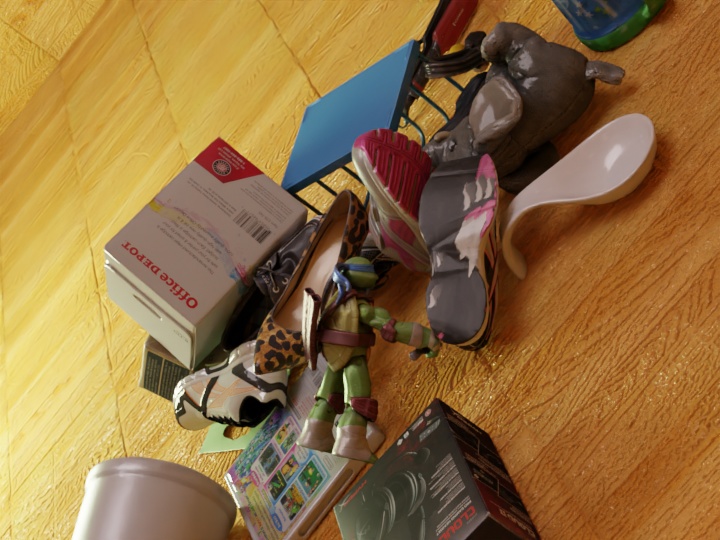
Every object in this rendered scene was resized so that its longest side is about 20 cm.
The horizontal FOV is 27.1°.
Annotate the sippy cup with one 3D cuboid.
[{"bbox_3d":[0.244,-0.324,1.577,0.177,0.130,0.140,-17,45,50],"label":"sippy cup"}]

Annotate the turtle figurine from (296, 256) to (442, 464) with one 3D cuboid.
[{"bbox_3d":[0.018,0.094,1.500,0.143,0.200,0.196,11,84,21],"label":"turtle figurine"}]

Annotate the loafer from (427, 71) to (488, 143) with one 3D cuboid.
[{"bbox_3d":[0.123,-0.136,1.630,0.072,0.073,0.201,-1,59,55],"label":"loafer"}]

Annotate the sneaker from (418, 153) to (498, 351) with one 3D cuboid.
[{"bbox_3d":[0.101,-0.013,1.469,0.080,0.086,0.202,2,70,18],"label":"sneaker"}]

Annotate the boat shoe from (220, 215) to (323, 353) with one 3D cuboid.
[{"bbox_3d":[-0.096,0.020,1.677,0.200,0.066,0.070,-53,53,26],"label":"boat shoe"}]

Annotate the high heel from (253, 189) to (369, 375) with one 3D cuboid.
[{"bbox_3d":[-0.057,0.009,1.546,0.071,0.143,0.200,21,41,22],"label":"high heel"}]

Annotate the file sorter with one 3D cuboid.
[{"bbox_3d":[0.024,-0.145,1.745,0.199,0.122,0.140,-25,38,44],"label":"file sorter"}]

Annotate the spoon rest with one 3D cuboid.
[{"bbox_3d":[0.204,-0.076,1.435,0.200,0.060,0.100,-44,29,24],"label":"spoon rest"}]

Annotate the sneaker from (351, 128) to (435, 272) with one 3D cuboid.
[{"bbox_3d":[0.040,-0.059,1.516,0.088,0.200,0.082,-9,42,35],"label":"sneaker"}]

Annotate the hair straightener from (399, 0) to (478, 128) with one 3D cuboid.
[{"bbox_3d":[0.083,-0.268,1.896,0.077,0.041,0.201,0,64,59],"label":"hair straightener"}]

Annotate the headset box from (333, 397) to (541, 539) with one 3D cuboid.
[{"bbox_3d":[0.066,0.230,1.292,0.149,0.077,0.200,-48,26,14],"label":"headset box"}]

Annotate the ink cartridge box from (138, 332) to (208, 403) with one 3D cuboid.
[{"bbox_3d":[-0.204,0.051,1.874,0.165,0.075,0.201,116,177,-64],"label":"ink cartridge box"}]

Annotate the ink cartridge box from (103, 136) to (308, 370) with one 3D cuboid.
[{"bbox_3d":[-0.181,-0.018,1.736,0.200,0.145,0.145,-46,-12,-23],"label":"ink cartridge box"}]

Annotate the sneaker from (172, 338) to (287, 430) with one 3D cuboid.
[{"bbox_3d":[-0.152,0.148,1.706,0.200,0.073,0.081,-35,53,44],"label":"sneaker"}]

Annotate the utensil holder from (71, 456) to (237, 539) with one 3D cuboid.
[{"bbox_3d":[-0.235,0.325,1.581,0.169,0.170,0.201,-27,38,43],"label":"utensil holder"}]

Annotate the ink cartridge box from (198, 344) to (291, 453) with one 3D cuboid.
[{"bbox_3d":[-0.134,0.117,1.792,0.145,0.048,0.201,-14,45,52],"label":"ink cartridge box"}]

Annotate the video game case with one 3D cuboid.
[{"bbox_3d":[-0.065,0.201,1.604,0.182,0.024,0.200,-53,27,6],"label":"video game case"}]

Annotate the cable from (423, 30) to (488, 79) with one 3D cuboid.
[{"bbox_3d":[0.131,-0.229,1.663,0.096,0.051,0.200,5,23,15],"label":"cable"}]

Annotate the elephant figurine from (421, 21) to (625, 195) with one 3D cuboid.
[{"bbox_3d":[0.147,-0.140,1.536,0.201,0.141,0.155,-60,5,-15],"label":"elephant figurine"}]

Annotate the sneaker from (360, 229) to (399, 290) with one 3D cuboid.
[{"bbox_3d":[0.000,0.000,1.685,0.199,0.080,0.075,-20,72,48],"label":"sneaker"}]
